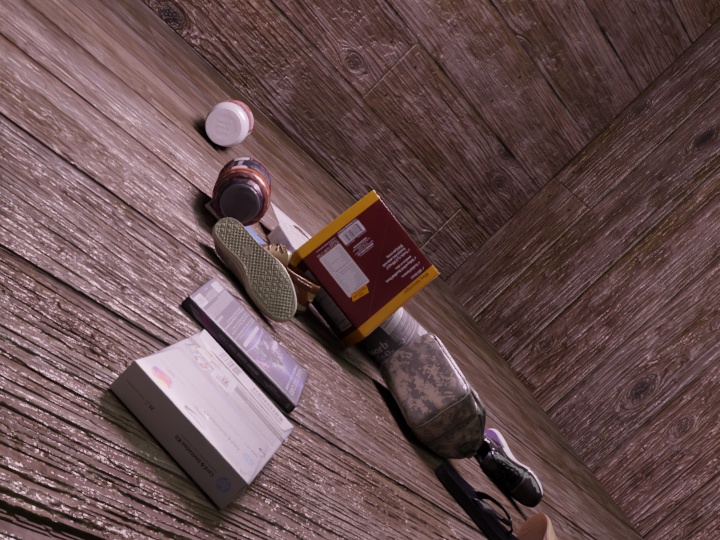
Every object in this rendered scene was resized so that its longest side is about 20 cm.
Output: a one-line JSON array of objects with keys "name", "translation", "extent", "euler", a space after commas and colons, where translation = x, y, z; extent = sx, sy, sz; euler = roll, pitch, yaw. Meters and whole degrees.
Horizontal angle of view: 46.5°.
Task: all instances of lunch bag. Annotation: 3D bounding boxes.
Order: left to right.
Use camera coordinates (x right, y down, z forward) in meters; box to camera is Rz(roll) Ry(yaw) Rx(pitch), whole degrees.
[{"name": "lunch bag", "translation": [0.143, 0.243, 1.574], "extent": [0.168, 0.139, 0.200], "euler": [61, -2, -41]}]

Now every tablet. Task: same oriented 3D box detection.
[{"name": "tablet", "translation": [-0.213, -0.060, 1.590], "extent": [0.200, 0.014, 0.130], "euler": [46, 8, -9]}]

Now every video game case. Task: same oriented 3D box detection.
[{"name": "video game case", "translation": [-0.152, 0.097, 1.147], "extent": [0.200, 0.019, 0.143], "euler": [47, 9, -5]}]

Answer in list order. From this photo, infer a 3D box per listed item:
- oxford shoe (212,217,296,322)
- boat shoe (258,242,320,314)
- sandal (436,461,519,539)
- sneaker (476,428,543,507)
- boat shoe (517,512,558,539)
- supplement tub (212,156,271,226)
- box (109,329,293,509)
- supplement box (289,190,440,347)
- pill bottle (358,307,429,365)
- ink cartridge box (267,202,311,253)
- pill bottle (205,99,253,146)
[{"name": "oxford shoe", "translation": [-0.171, 0.002, 1.355], "extent": [0.200, 0.075, 0.058], "euler": [51, -27, 13]}, {"name": "boat shoe", "translation": [-0.152, -0.013, 1.466], "extent": [0.200, 0.074, 0.076], "euler": [44, 8, -19]}, {"name": "sandal", "translation": [0.212, 0.405, 1.438], "extent": [0.200, 0.043, 0.076], "euler": [47, 8, 2]}, {"name": "sneaker", "translation": [0.295, 0.419, 1.766], "extent": [0.087, 0.076, 0.200], "euler": [14, 27, -47]}, {"name": "boat shoe", "translation": [0.324, 0.505, 1.480], "extent": [0.065, 0.071, 0.200], "euler": [51, 16, -10]}, {"name": "supplement tub", "translation": [-0.217, -0.143, 1.542], "extent": [0.107, 0.107, 0.200], "euler": [44, 8, -15]}, {"name": "box", "translation": [-0.152, 0.142, 0.859], "extent": [0.156, 0.041, 0.200], "euler": [47, 7, 2]}, {"name": "supplement box", "translation": [0.000, 0.000, 1.573], "extent": [0.201, 0.197, 0.133], "euler": [51, -20, 1]}, {"name": "pill bottle", "translation": [0.044, 0.116, 1.702], "extent": [0.200, 0.116, 0.116], "euler": [44, 9, -15]}, {"name": "ink cartridge box", "translation": [-0.123, -0.037, 1.816], "extent": [0.200, 0.045, 0.177], "euler": [40, 11, -41]}, {"name": "pill bottle", "translation": [-0.331, -0.369, 2.107], "extent": [0.110, 0.110, 0.200], "euler": [45, 8, -11]}]
